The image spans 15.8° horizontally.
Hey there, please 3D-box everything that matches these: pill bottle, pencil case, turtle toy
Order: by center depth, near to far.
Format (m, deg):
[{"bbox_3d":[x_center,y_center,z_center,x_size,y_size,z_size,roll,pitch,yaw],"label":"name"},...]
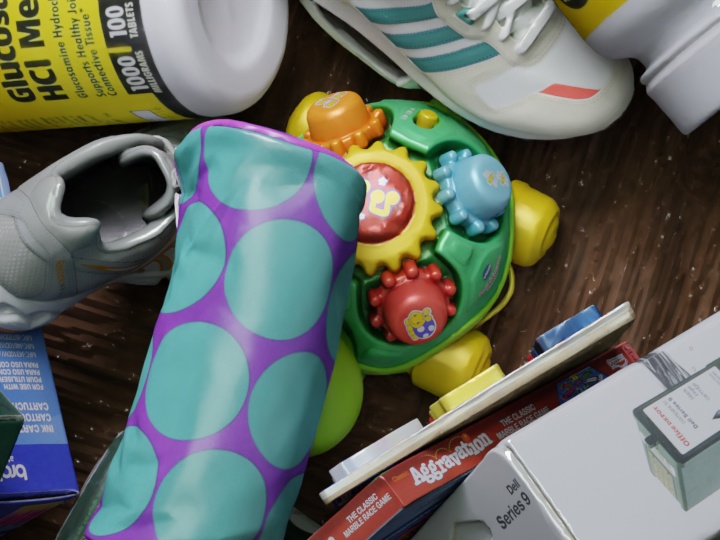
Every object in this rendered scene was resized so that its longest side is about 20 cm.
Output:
[{"bbox_3d":[-0.060,0.040,1.133,0.092,0.085,0.201,12,84,24],"label":"pencil case"},{"bbox_3d":[0.120,-0.167,1.148,0.114,0.114,0.200,-38,87,-4],"label":"pill bottle"},{"bbox_3d":[0.000,0.000,1.229,0.145,0.101,0.200,25,79,12],"label":"turtle toy"},{"bbox_3d":[-0.145,-0.124,1.249,0.200,0.112,0.113,-3,74,29],"label":"pill bottle"}]

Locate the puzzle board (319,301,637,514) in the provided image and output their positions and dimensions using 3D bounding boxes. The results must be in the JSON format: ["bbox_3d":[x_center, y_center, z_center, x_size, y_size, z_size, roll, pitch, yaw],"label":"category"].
[{"bbox_3d":[0.048,0.063,1.156,0.150,0.200,0.017,-31,83,-3],"label":"puzzle board"}]

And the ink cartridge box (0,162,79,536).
[{"bbox_3d":[-0.211,0.064,1.216,0.136,0.076,0.201,-28,68,41],"label":"ink cartridge box"}]

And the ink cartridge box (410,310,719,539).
[{"bbox_3d":[0.132,0.092,1.132,0.200,0.146,0.084,-28,75,-28],"label":"ink cartridge box"}]

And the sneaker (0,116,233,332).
[{"bbox_3d":[-0.098,-0.034,1.208,0.092,0.200,0.076,-33,90,40],"label":"sneaker"}]

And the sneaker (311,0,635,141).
[{"bbox_3d":[0.043,-0.128,1.186,0.200,0.093,0.070,34,78,-4],"label":"sneaker"}]

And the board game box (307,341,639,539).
[{"bbox_3d":[0.041,0.092,1.141,0.019,0.200,0.103,52,127,12],"label":"board game box"}]

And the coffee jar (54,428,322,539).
[{"bbox_3d":[-0.041,0.157,1.199,0.200,0.085,0.104,31,92,13],"label":"coffee jar"}]

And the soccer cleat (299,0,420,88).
[{"bbox_3d":[-0.020,-0.169,1.265,0.200,0.078,0.069,46,116,5],"label":"soccer cleat"}]

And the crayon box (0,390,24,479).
[{"bbox_3d":[-0.231,0.111,1.147,0.127,0.051,0.200,43,118,37],"label":"crayon box"}]
